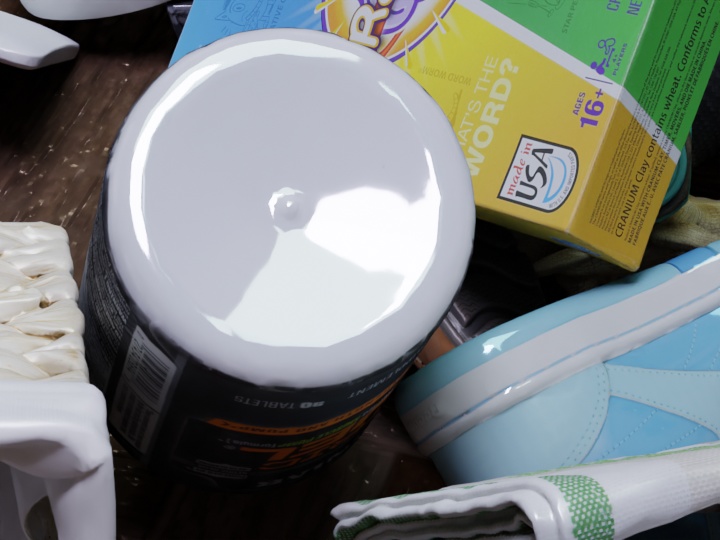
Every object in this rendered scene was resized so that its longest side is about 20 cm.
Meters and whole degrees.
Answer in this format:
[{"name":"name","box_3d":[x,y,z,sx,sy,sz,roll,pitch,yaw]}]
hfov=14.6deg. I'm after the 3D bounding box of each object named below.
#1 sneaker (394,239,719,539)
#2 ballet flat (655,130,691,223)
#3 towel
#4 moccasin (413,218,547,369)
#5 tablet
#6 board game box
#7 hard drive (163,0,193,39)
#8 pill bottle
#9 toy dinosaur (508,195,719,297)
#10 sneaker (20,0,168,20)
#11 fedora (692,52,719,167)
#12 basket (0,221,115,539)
[{"name":"sneaker","box_3d":[0.116,0.062,0.903,0.199,0.080,0.131,-20,80,-27]},{"name":"ballet flat","box_3d":[0.035,-0.076,1.040,0.199,0.068,0.070,27,-4,6]},{"name":"towel","box_3d":[0.107,0.061,0.773,0.199,0.031,0.149,-8,-3,-22]},{"name":"moccasin","box_3d":[-0.001,0.000,1.001,0.073,0.078,0.201,6,24,-42]},{"name":"tablet","box_3d":[-0.212,-0.115,1.100,0.199,0.014,0.130,17,6,-1]},{"name":"board game box","box_3d":[0.033,-0.098,0.930,0.199,0.154,0.040,18,-4,44]},{"name":"hard drive","box_3d":[-0.024,-0.153,1.227,0.134,0.043,0.201,2,38,-4]},{"name":"pill bottle","box_3d":[-0.033,0.008,0.860,0.106,0.200,0.107,2,74,-8]},{"name":"toy dinosaur","box_3d":[0.112,-0.010,1.037,0.199,0.058,0.101,-5,36,-15]},{"name":"sneaker","box_3d":[-0.061,-0.170,1.127,0.199,0.085,0.073,-22,39,12]},{"name":"fedora","box_3d":[0.101,-0.098,1.103,0.092,0.201,0.200,-46,54,-10]},{"name":"basket","box_3d":[-0.174,0.067,0.833,0.199,0.136,0.124,0,32,-7]}]
